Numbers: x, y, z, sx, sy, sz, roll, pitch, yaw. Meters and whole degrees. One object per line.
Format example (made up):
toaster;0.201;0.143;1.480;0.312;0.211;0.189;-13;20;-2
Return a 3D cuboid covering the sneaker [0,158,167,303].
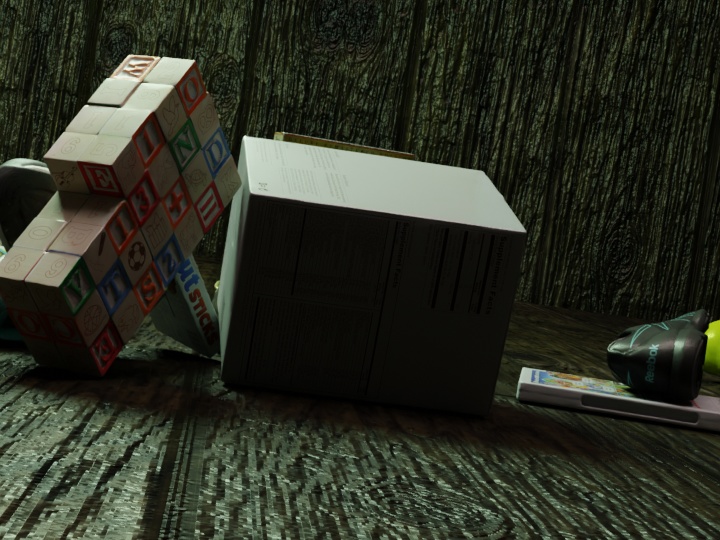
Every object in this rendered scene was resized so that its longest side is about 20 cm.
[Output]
sneaker;-0.221;-0.026;1.166;0.085;0.074;0.200;39;-7;34

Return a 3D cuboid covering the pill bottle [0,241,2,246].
pill bottle;-0.359;-0.021;1.251;0.199;0.114;0.114;8;2;-27

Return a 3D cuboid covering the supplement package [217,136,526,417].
supplement package;0.000;0.000;1.204;0.199;0.148;0.191;8;16;-8

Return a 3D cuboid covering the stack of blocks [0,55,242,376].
stack of blocks;-0.167;-0.041;1.084;0.058;0.200;0.115;9;-42;28

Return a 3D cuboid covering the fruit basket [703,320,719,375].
fruit basket;0.486;0.092;1.796;0.215;0.156;0.216;-26;-20;-10

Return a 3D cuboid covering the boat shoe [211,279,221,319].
boat shoe;-0.091;0.041;1.370;0.072;0.060;0.202;9;2;-19

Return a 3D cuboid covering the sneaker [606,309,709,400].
sneaker;0.262;0.068;1.383;0.079;0.076;0.200;7;1;15

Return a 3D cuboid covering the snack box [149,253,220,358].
snack box;-0.162;-0.020;1.240;0.072;0.200;0.024;25;54;40

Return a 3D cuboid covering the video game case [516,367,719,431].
video game case;0.235;0.112;1.356;0.199;0.018;0.143;9;3;7

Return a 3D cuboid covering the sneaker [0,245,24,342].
sneaker;-0.286;0.010;1.168;0.200;0.078;0.080;16;10;-29

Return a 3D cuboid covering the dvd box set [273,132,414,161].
dvd box set;-0.029;-0.026;1.550;0.146;0.201;0.029;6;3;-27
